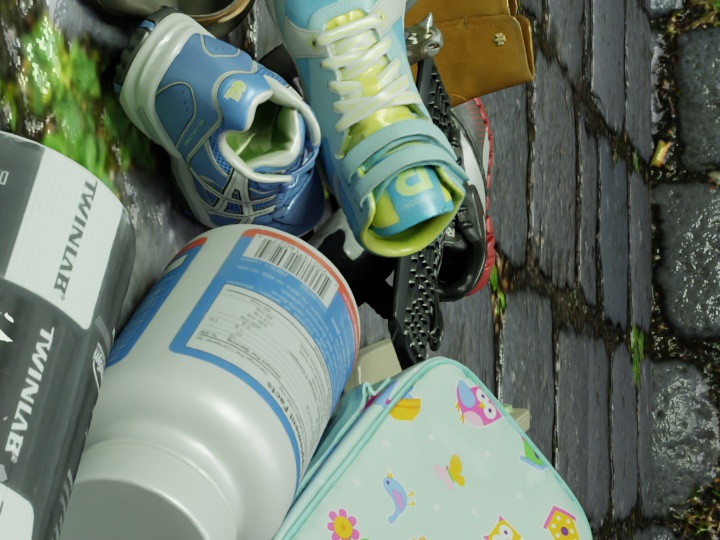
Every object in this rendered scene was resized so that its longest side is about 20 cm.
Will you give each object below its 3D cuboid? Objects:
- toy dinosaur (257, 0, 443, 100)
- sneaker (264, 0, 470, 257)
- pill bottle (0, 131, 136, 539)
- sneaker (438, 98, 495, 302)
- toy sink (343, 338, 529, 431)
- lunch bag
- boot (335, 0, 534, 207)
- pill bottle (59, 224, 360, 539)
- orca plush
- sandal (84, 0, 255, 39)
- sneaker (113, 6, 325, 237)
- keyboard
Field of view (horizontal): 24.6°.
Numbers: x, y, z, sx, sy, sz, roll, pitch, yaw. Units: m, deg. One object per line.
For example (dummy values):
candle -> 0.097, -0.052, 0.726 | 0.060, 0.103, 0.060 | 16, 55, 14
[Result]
toy dinosaur -> -0.037, -0.101, 1.005 | 0.199, 0.077, 0.103 | -27, 115, -37
sneaker -> 0.009, -0.095, 0.885 | 0.131, 0.079, 0.201 | -118, -172, -50
pill bottle -> -0.147, 0.059, 0.555 | 0.106, 0.106, 0.201 | 66, 28, -52
sneaker -> 0.068, -0.064, 1.322 | 0.098, 0.070, 0.202 | -54, 141, -67
toy sink -> 0.061, 0.155, 1.220 | 0.130, 0.111, 0.201 | -13, 101, -73
lunch bag -> 0.022, 0.147, 0.838 | 0.161, 0.077, 0.200 | 48, 47, -6
boot -> 0.049, -0.123, 1.143 | 0.071, 0.143, 0.203 | -35, 122, -69
pill bottle -> -0.075, 0.071, 0.780 | 0.200, 0.112, 0.113 | -62, 147, -56
orca plush -> 0.000, 0.000, 1.029 | 0.106, 0.071, 0.200 | -59, 171, 16
sandal -> -0.085, -0.163, 0.855 | 0.200, 0.054, 0.082 | -7, 96, -73
sneaker -> -0.058, -0.058, 0.865 | 0.076, 0.077, 0.200 | -58, 154, -7
keyboard -> 0.044, -0.025, 1.066 | 0.127, 0.020, 0.201 | 70, 25, -62
